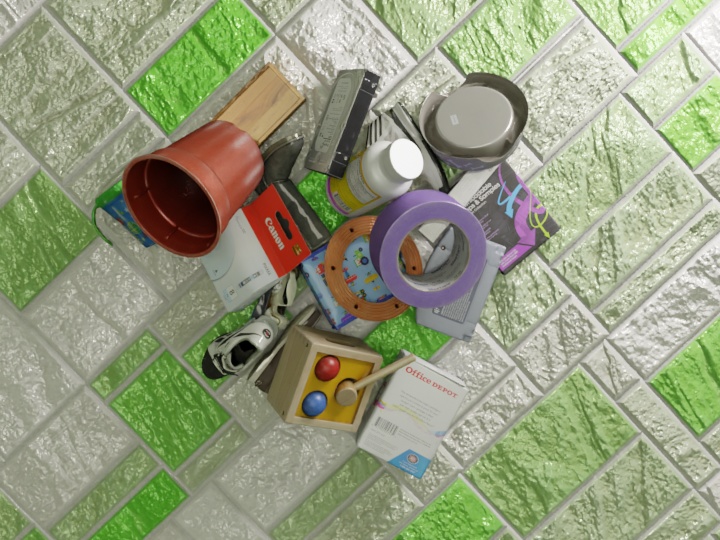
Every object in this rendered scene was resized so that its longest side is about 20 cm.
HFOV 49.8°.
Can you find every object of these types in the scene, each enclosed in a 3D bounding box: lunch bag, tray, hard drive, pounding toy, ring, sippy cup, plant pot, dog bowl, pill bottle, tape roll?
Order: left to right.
[{"bbox_3d":[-0.404,-0.120,1.459,0.177,0.140,0.131,-30,105,21],"label":"sippy cup"},{"bbox_3d":[-0.283,-0.160,1.382,0.200,0.195,0.202,16,131,19],"label":"plant pot"},{"bbox_3d":[-0.209,-0.292,1.489,0.200,0.037,0.099,-45,93,2],"label":"tray"},{"bbox_3d":[-0.038,-0.274,1.439,0.038,0.140,0.201,18,95,-25],"label":"hard drive"},{"bbox_3d":[-0.036,0.201,1.449,0.199,0.142,0.185,15,99,-30],"label":"pounding toy"},{"bbox_3d":[0.000,0.000,1.492,0.199,0.094,0.151,-29,91,-7],"label":"lunch bag"},{"bbox_3d":[0.024,-0.003,1.457,0.199,0.019,0.202,4,79,-20],"label":"ring"},{"bbox_3d":[0.026,-0.170,1.409,0.104,0.200,0.105,9,73,-32],"label":"pill bottle"},{"bbox_3d":[0.120,-0.039,1.399,0.199,0.085,0.201,-4,110,-12],"label":"tape roll"},{"bbox_3d":[0.211,-0.272,1.439,0.199,0.059,0.201,-6,61,10],"label":"dog bowl"}]

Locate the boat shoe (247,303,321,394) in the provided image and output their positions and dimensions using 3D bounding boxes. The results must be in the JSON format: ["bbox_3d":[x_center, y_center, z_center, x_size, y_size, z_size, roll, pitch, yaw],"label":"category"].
[{"bbox_3d":[-0.137,0.153,1.505,0.059,0.072,0.200,39,96,-10],"label":"boat shoe"}]

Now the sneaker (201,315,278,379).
[{"bbox_3d":[-0.245,0.161,1.467,0.074,0.089,0.200,45,122,-11],"label":"sneaker"}]

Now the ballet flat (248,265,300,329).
[{"bbox_3d":[-0.163,0.067,1.484,0.073,0.073,0.201,20,100,-2],"label":"ballet flat"}]

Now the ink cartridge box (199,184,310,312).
[{"bbox_3d":[-0.206,-0.041,1.446,0.200,0.047,0.161,-37,74,26],"label":"ink cartridge box"}]

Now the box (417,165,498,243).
[{"bbox_3d":[0.186,-0.140,1.467,0.041,0.039,0.200,39,93,1],"label":"box"}]

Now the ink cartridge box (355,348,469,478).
[{"bbox_3d":[0.099,0.274,1.506,0.144,0.085,0.201,28,95,-3],"label":"ink cartridge box"}]

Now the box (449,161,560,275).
[{"bbox_3d":[0.270,-0.112,1.504,0.143,0.036,0.200,-40,92,2],"label":"box"}]

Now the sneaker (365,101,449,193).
[{"bbox_3d":[0.081,-0.209,1.481,0.115,0.076,0.201,-32,79,12],"label":"sneaker"}]

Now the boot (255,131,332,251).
[{"bbox_3d":[-0.119,-0.137,1.457,0.182,0.072,0.201,-35,85,45],"label":"boot"}]

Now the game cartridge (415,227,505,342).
[{"bbox_3d":[0.183,0.025,1.496,0.132,0.041,0.201,20,102,1],"label":"game cartridge"}]
